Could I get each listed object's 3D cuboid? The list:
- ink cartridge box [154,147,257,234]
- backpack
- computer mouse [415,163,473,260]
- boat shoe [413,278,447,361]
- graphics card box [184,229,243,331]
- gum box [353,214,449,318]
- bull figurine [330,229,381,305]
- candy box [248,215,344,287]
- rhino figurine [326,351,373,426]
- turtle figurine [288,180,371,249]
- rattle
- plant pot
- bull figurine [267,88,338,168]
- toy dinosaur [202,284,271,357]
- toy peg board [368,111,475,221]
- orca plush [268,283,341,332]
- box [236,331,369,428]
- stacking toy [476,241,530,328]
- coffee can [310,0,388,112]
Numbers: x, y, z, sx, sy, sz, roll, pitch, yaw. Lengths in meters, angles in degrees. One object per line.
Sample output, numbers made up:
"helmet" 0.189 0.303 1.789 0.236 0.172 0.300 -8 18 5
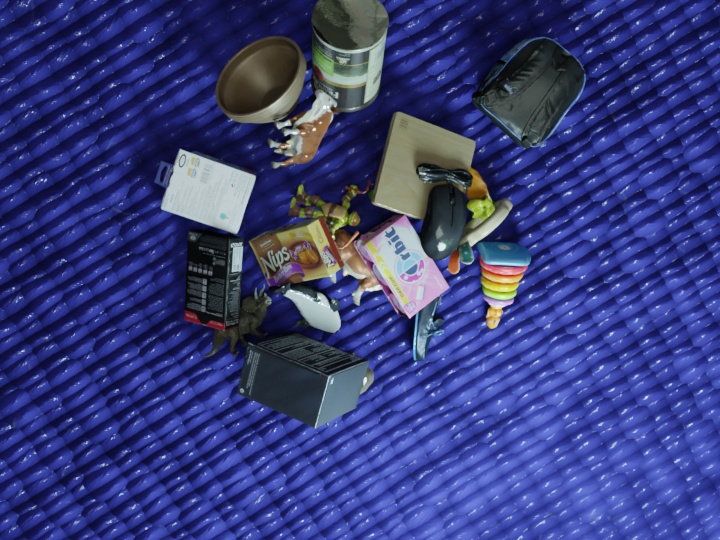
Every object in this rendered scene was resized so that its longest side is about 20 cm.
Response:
"ink cartridge box" -0.334 -0.175 1.649 0.200 0.076 0.137 19 98 -10
"backpack" 0.353 -0.383 1.642 0.183 0.147 0.200 39 99 -10
"computer mouse" 0.175 -0.121 1.620 0.138 0.053 0.200 7 88 -25
"boat shoe" 0.157 0.110 1.749 0.069 0.084 0.200 7 103 5
"graphics card box" -0.315 0.018 1.671 0.125 0.051 0.200 11 103 33
"gum box" 0.085 -0.014 1.660 0.113 0.066 0.200 -36 105 -14
"bull figurine" 0.000 0.000 1.711 0.200 0.065 0.121 38 80 -12
"candy box" -0.137 -0.037 1.644 0.056 0.200 0.117 -36 108 -44
"rhino figurine" -0.050 0.280 1.776 0.087 0.060 0.200 40 96 -8
"turtle figurine" -0.063 -0.132 1.677 0.161 0.064 0.200 19 58 6
"rattle" 0.222 -0.112 1.675 0.200 0.130 0.143 -42 115 -18
"plant pot" -0.188 -0.372 1.596 0.201 0.201 0.093 -40 143 3
"bull figurine" -0.118 -0.283 1.599 0.121 0.200 0.065 -14 63 -25
"toy dinosaur" -0.267 0.122 1.726 0.200 0.077 0.102 -31 91 6
"toy peg board" 0.119 -0.208 1.676 0.200 0.098 0.199 16 84 -24
"orca plush" -0.119 0.066 1.712 0.200 0.071 0.105 24 120 -35
"box" -0.119 0.226 1.650 0.198 0.200 0.123 18 100 23
"stacking toy" 0.311 0.041 1.753 0.110 0.116 0.200 3 112 -4
"coffee can" -0.025 -0.431 1.545 0.146 0.200 0.147 1 67 -3
